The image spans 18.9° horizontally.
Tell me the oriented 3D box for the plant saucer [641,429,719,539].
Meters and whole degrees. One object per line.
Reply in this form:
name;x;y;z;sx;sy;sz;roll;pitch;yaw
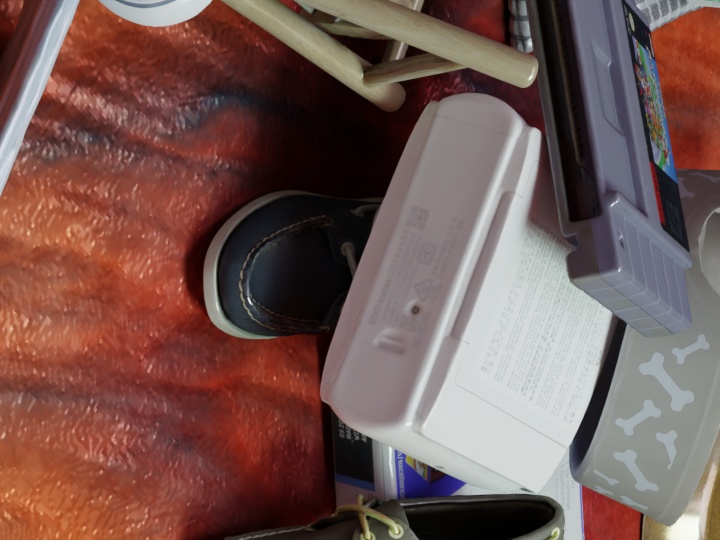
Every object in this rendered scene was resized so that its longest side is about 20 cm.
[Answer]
plant saucer;0.259;0.163;1.514;0.200;0.035;0.201;-18;112;-53

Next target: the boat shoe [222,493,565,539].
boat shoe;0.013;0.141;1.076;0.201;0.072;0.060;4;110;-29

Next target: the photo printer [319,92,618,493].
photo printer;0.067;0.020;1.064;0.200;0.069;0.167;31;78;-61

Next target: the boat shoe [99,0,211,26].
boat shoe;-0.106;-0.189;0.813;0.065;0.073;0.200;49;18;-79

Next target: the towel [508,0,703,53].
towel;0.160;-0.225;1.235;0.200;0.085;0.166;-30;121;-48

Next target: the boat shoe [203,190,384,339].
boat shoe;0.000;0.000;1.076;0.200;0.062;0.075;-1;98;-55

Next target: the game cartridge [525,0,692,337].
game cartridge;0.119;-0.076;1.040;0.130;0.038;0.201;24;54;-59

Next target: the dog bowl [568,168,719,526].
dog bowl;0.162;0.035;1.178;0.200;0.059;0.201;13;90;-90

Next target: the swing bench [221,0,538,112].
swing bench;-0.006;-0.203;0.950;0.200;0.130;0.199;25;77;-26

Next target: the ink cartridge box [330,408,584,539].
ink cartridge box;0.057;0.105;1.201;0.200;0.043;0.199;-27;119;-49

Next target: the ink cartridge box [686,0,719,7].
ink cartridge box;0.178;-0.247;1.132;0.200;0.050;0.161;31;70;-57

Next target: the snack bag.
snack bag;-0.143;-0.029;0.785;0.021;0.200;0.189;23;77;-11
